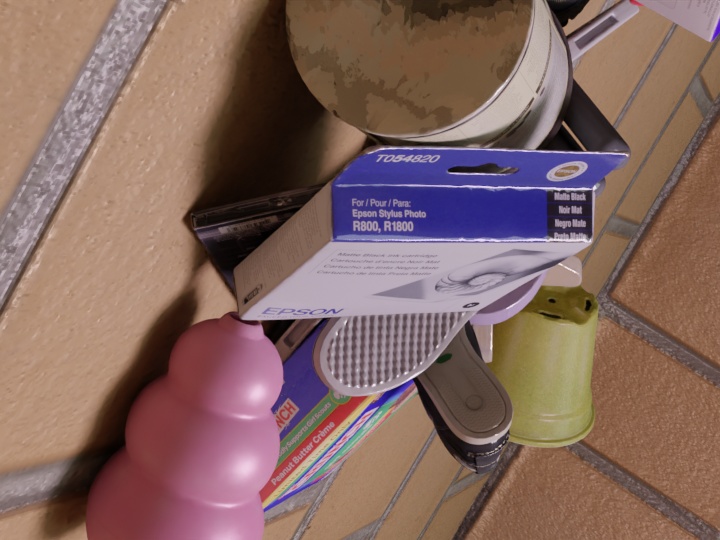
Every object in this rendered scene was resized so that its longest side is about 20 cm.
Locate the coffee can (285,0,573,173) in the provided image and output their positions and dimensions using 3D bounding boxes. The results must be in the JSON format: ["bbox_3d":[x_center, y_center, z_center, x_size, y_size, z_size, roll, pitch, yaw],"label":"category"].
[{"bbox_3d":[0.050,-0.138,0.927,0.147,0.145,0.200,-58,166,3],"label":"coffee can"}]

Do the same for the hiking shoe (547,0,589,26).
[{"bbox_3d":[0.203,-0.297,1.253,0.201,0.075,0.101,-57,169,0],"label":"hiking shoe"}]

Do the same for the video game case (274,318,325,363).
[{"bbox_3d":[0.000,0.000,1.200,0.143,0.018,0.200,-43,176,-47],"label":"video game case"}]

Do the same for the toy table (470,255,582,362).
[{"bbox_3d":[0.111,-0.022,1.350,0.118,0.181,0.202,82,22,-60],"label":"toy table"}]

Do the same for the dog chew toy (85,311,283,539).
[{"bbox_3d":[-0.110,0.124,1.011,0.124,0.123,0.202,-16,128,-69],"label":"dog chew toy"}]

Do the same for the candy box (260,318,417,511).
[{"bbox_3d":[-0.029,0.115,1.259,0.169,0.077,0.200,-44,168,16],"label":"candy box"}]

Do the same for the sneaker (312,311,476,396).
[{"bbox_3d":[0.035,0.031,1.153,0.199,0.079,0.079,-33,-168,-26],"label":"sneaker"}]

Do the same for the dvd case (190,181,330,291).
[{"bbox_3d":[-0.023,-0.017,1.009,0.147,0.016,0.200,-12,162,3],"label":"dvd case"}]

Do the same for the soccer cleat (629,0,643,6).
[{"bbox_3d":[0.173,-0.247,1.153,0.198,0.066,0.078,-7,97,-47],"label":"soccer cleat"}]

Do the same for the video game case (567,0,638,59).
[{"bbox_3d":[0.148,-0.171,1.286,0.143,0.018,0.200,-31,-176,37],"label":"video game case"}]

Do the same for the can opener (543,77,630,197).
[{"bbox_3d":[0.137,-0.121,1.060,0.066,0.201,0.053,25,114,-32],"label":"can opener"}]

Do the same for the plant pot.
[{"bbox_3d":[0.251,0.113,2.093,0.200,0.198,0.186,-39,146,-51],"label":"plant pot"}]

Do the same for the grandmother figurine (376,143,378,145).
[{"bbox_3d":[0.075,-0.153,1.166,0.202,0.060,0.121,-60,157,-4],"label":"grandmother figurine"}]

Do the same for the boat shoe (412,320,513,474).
[{"bbox_3d":[0.064,0.073,1.215,0.071,0.201,0.068,-20,143,-7],"label":"boat shoe"}]

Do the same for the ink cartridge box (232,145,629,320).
[{"bbox_3d":[0.044,-0.019,0.950,0.197,0.041,0.200,-1,160,-28],"label":"ink cartridge box"}]

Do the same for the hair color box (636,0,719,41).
[{"bbox_3d":[0.175,-0.252,1.002,0.065,0.199,0.110,-52,165,-24],"label":"hair color box"}]
